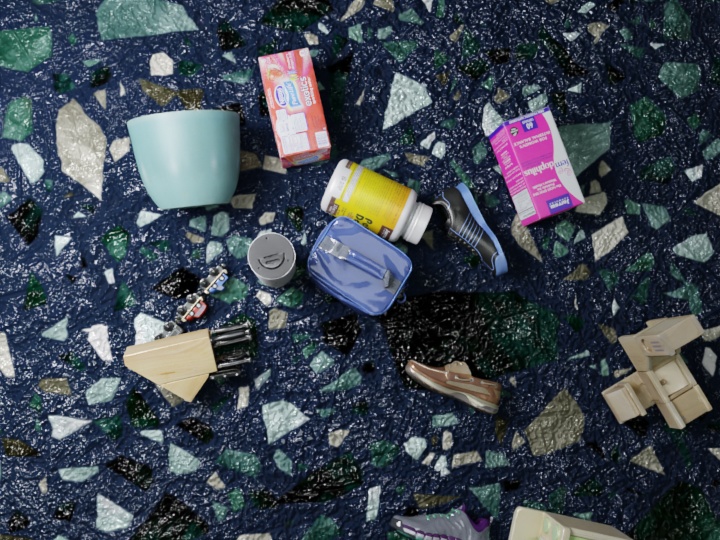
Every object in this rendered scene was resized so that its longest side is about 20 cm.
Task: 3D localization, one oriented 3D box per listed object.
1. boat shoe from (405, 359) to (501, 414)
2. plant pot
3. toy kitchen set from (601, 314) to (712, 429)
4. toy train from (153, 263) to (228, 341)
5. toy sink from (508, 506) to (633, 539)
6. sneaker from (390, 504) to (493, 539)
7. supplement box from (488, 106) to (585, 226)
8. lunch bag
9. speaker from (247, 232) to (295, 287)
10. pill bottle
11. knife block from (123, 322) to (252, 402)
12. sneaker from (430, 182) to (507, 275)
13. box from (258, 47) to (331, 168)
[{"bbox_3d":[0.181,0.209,1.281,0.200,0.076,0.072,25,80,-11],"label":"boat shoe"},{"bbox_3d":[-0.312,-0.195,1.220,0.200,0.201,0.161,-7,96,-5],"label":"plant pot"},{"bbox_3d":[0.565,0.213,1.251,0.163,0.180,0.200,-29,84,-5],"label":"toy kitchen set"},{"bbox_3d":[-0.316,0.070,1.270,0.046,0.034,0.200,39,84,-4],"label":"toy train"},{"bbox_3d":[0.388,0.536,1.244,0.199,0.112,0.131,14,84,-3],"label":"toy sink"},{"bbox_3d":[0.154,0.477,1.262,0.200,0.074,0.088,22,70,-12],"label":"sneaker"},{"bbox_3d":[0.344,-0.201,1.311,0.101,0.103,0.200,-20,89,-7],"label":"supplement box"},{"bbox_3d":[0.000,0.000,1.251,0.200,0.132,0.136,31,84,-1],"label":"lunch bag"},{"bbox_3d":[-0.157,-0.015,1.205,0.081,0.200,0.081,0,85,-5],"label":"speaker"},{"bbox_3d":[0.033,-0.125,1.276,0.200,0.109,0.109,24,84,-1],"label":"pill bottle"},{"bbox_3d":[-0.306,0.141,1.231,0.200,0.064,0.176,34,89,-16],"label":"knife block"},{"bbox_3d":[0.212,-0.070,1.310,0.078,0.070,0.200,-28,82,-2],"label":"sneaker"},{"bbox_3d":[-0.126,-0.310,1.286,0.099,0.095,0.201,-13,86,-6],"label":"box"}]
